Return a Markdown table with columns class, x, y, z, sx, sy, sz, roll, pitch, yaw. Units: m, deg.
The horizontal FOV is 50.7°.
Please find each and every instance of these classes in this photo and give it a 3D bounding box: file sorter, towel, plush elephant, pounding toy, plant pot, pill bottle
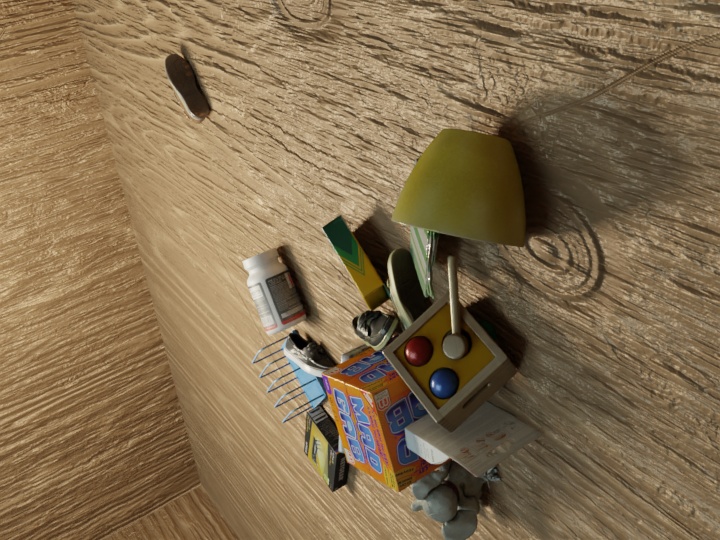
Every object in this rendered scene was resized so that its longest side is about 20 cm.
| class | x | y | z | sx | sy | sz | roll | pitch | yaw |
| --- | --- | --- | --- | --- | --- | --- | --- | --- | --- |
| file sorter | -0.198 | 0.295 | 2.091 | 0.202 | 0.121 | 0.139 | 61 | 152 | 13 |
| towel | 0.110 | -0.074 | 1.304 | 0.154 | 0.023 | 0.203 | -104 | 10 | -51 |
| plush elephant | 0.167 | 0.436 | 1.492 | 0.167 | 0.153 | 0.199 | 61 | 151 | 1 |
| pounding toy | 0.152 | 0.123 | 1.271 | 0.185 | 0.200 | 0.142 | 49 | -177 | 29 |
| plant pot | 0.152 | -0.124 | 1.097 | 0.199 | 0.197 | 0.145 | 19 | 100 | 55 |
| pill bottle | -0.225 | 0.052 | 1.963 | 0.115 | 0.114 | 0.204 | -16 | 96 | 62 |

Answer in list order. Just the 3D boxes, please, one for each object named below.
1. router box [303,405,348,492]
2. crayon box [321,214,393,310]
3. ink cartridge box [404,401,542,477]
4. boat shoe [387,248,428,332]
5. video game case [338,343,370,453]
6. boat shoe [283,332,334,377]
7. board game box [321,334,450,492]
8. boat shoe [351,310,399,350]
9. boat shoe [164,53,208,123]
| class | x | y | z | sx | sy | sz | roll | pitch | yaw |
| --- | --- | --- | --- | --- | --- | --- | --- | --- | --- |
| router box | -0.096 | 0.502 | 2.136 | 0.157 | 0.052 | 0.202 | 47 | 147 | 34 |
| crayon box | 0.000 | 0.000 | 1.531 | 0.202 | 0.051 | 0.126 | 58 | 178 | 17 |
| ink cartridge box | 0.196 | 0.297 | 1.334 | 0.199 | 0.158 | 0.048 | 24 | 130 | 53 |
| boat shoe | 0.089 | 0.056 | 1.446 | 0.063 | 0.073 | 0.204 | 2 | 119 | 55 |
| video game case | -0.008 | 0.268 | 1.635 | 0.022 | 0.182 | 0.205 | 3 | 93 | 17 |
| boat shoe | -0.129 | 0.215 | 1.972 | 0.199 | 0.069 | 0.068 | 26 | 114 | 48 |
| board game box | 0.074 | 0.269 | 1.491 | 0.199 | 0.197 | 0.204 | 7 | 116 | 59 |
| boat shoe | 0.022 | 0.114 | 1.526 | 0.065 | 0.072 | 0.201 | 34 | 169 | -7 |
| boat shoe | -0.479 | -0.488 | 2.063 | 0.203 | 0.075 | 0.072 | 66 | 155 | 6 |
